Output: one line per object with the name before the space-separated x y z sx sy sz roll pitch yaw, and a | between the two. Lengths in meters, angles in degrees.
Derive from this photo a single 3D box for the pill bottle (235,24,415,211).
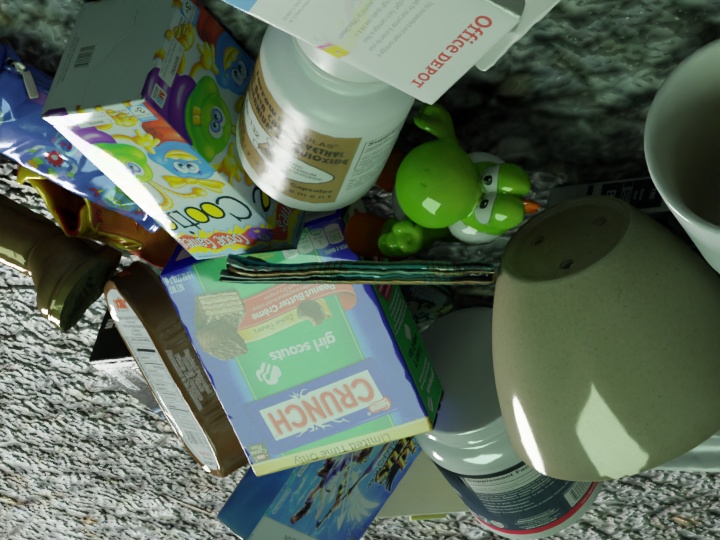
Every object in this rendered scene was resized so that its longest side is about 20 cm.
pill bottle | -0.017 -0.133 1.476 0.113 0.115 0.200 18 152 -4

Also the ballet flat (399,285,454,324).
ballet flat | -0.019 0.020 1.810 0.198 0.075 0.074 19 153 -6

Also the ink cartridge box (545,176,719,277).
ink cartridge box | 0.246 -0.032 1.600 0.199 0.039 0.099 -7 143 37

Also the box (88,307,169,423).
box | -0.122 0.091 1.976 0.163 0.087 0.200 -6 145 38

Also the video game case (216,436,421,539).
video game case | -0.018 0.167 1.902 0.045 0.201 0.181 35 180 30

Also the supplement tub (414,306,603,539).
supplement tub | 0.126 0.135 1.861 0.139 0.141 0.200 1 149 27

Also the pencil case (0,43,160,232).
pencil case | -0.224 -0.107 1.679 0.199 0.079 0.087 28 142 -21

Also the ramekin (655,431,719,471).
ramekin | 0.264 0.096 1.705 0.198 0.106 0.200 4 167 1

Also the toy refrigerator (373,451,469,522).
toy refrigerator | 0.011 0.209 2.043 0.198 0.071 0.076 -3 175 -14

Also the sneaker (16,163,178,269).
sneaker | -0.219 -0.048 1.787 0.073 0.078 0.200 -11 144 39

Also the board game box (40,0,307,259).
board game box | -0.127 -0.107 1.597 0.102 0.106 0.200 -5 146 34

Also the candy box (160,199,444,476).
candy box | -0.045 0.052 1.740 0.168 0.077 0.201 -17 112 20

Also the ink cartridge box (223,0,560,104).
ink cartridge box | 0.021 -0.207 1.306 0.199 0.126 0.128 25 152 -16

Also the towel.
towel | 0.000 0.000 1.578 0.198 0.022 0.147 0 180 2

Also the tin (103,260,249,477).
tin | -0.156 0.087 1.821 0.201 0.042 0.112 62 158 -9

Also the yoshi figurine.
yoshi figurine | 0.047 -0.059 1.553 0.200 0.111 0.113 -5 109 65

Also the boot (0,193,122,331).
boot | -0.311 -0.027 1.786 0.199 0.067 0.175 27 -174 1

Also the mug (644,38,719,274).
mug | 0.291 -0.056 1.428 0.185 0.151 0.153 13 161 20

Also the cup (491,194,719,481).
cup | 0.175 0.032 1.543 0.199 0.201 0.144 -4 127 34
